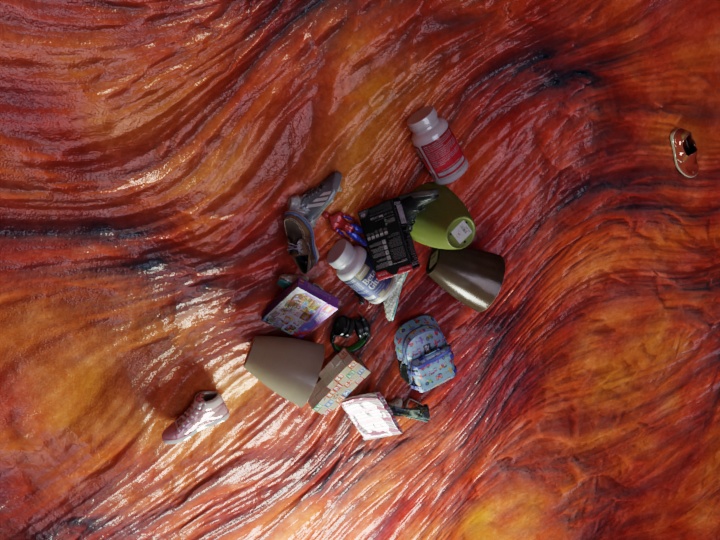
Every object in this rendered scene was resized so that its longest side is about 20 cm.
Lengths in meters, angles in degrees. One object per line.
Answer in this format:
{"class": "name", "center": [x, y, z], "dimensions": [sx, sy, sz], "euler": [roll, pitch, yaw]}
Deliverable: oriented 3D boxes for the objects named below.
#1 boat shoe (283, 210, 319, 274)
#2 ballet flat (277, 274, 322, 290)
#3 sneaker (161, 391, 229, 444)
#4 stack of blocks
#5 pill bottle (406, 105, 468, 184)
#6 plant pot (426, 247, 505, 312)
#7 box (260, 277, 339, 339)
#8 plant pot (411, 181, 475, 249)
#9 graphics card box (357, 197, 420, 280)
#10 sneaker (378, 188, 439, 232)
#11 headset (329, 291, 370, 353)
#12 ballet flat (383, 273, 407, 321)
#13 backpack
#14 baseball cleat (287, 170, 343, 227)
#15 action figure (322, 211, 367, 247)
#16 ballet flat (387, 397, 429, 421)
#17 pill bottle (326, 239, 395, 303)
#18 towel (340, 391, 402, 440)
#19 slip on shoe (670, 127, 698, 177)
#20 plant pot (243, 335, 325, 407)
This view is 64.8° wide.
{"class": "boat shoe", "center": [-0.162, -0.071, 1.531], "dimensions": [0.071, 0.073, 0.201], "euler": [2, 139, 23]}
{"class": "ballet flat", "center": [-0.155, 0.057, 1.626], "dimensions": [0.199, 0.072, 0.072], "euler": [40, 93, -30]}
{"class": "sneaker", "center": [-0.482, 0.411, 1.628], "dimensions": [0.198, 0.075, 0.106], "euler": [-21, 121, -21]}
{"class": "stack of blocks", "center": [-0.078, 0.346, 1.748], "dimensions": [0.200, 0.059, 0.115], "euler": [-46, 139, 2]}
{"class": "pill bottle", "center": [0.212, -0.350, 1.584], "dimensions": [0.112, 0.112, 0.201], "euler": [-38, 119, -3]}
{"class": "plant pot", "center": [0.308, 0.003, 1.738], "dimensions": [0.197, 0.187, 0.189], "euler": [22, 102, -12]}
{"class": "box", "center": [-0.171, 0.110, 1.591], "dimensions": [0.136, 0.040, 0.199], "euler": [31, 133, -24]}
{"class": "plant pot", "center": [0.241, -0.139, 1.627], "dimensions": [0.184, 0.200, 0.190], "euler": [-7, 112, -18]}
{"class": "graphics card box", "center": [0.077, -0.086, 1.566], "dimensions": [0.051, 0.124, 0.203], "euler": [-20, 92, -54]}
{"class": "sneaker", "center": [0.144, -0.160, 1.581], "dimensions": [0.076, 0.197, 0.116], "euler": [-15, 89, -53]}
{"class": "headset", "center": [-0.027, 0.162, 1.726], "dimensions": [0.122, 0.094, 0.202], "euler": [4, 124, -27]}
{"class": "ballet flat", "center": [0.100, 0.051, 1.732], "dimensions": [0.071, 0.072, 0.203], "euler": [12, 103, -25]}
{"class": "backpack", "center": [0.203, 0.256, 1.805], "dimensions": [0.180, 0.134, 0.203], "euler": [-19, 113, -14]}
{"class": "baseball cleat", "center": [-0.130, -0.195, 1.535], "dimensions": [0.106, 0.070, 0.202], "euler": [29, 97, -28]}
{"class": "action figure", "center": [-0.023, -0.115, 1.621], "dimensions": [0.198, 0.052, 0.066], "euler": [29, 92, -23]}
{"class": "ballet flat", "center": [0.145, 0.462, 1.906], "dimensions": [0.197, 0.074, 0.075], "euler": [14, 105, -24]}
{"class": "pill bottle", "center": [0.000, 0.000, 1.637], "dimensions": [0.199, 0.111, 0.111], "euler": [38, 94, -29]}
{"class": "towel", "center": [0.035, 0.479, 1.844], "dimensions": [0.144, 0.030, 0.202], "euler": [-16, 120, 22]}
{"class": "slip on shoe", "center": [1.125, -0.400, 1.950], "dimensions": [0.074, 0.061, 0.201], "euler": [-39, 120, -5]}
{"class": "plant pot", "center": [-0.228, 0.268, 1.629], "dimensions": [0.197, 0.188, 0.190], "euler": [23, 101, -12]}
